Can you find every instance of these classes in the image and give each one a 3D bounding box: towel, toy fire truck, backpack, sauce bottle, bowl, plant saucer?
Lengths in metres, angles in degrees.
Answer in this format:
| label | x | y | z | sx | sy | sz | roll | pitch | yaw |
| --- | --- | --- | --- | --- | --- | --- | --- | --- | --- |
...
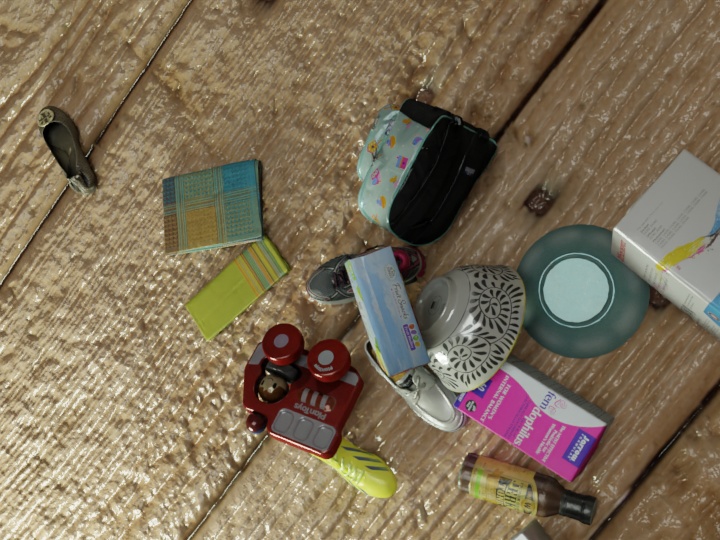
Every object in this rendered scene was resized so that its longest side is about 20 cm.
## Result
| label | x | y | z | sx | sy | sz | roll | pitch | yaw |
| --- | --- | --- | --- | --- | --- | --- | --- | --- | --- |
| towel | -0.211 | 0.029 | 1.601 | 0.200 | 0.018 | 0.086 | -41 | 68 | 16 |
| toy fire truck | -0.099 | 0.189 | 1.458 | 0.200 | 0.112 | 0.168 | 17 | 63 | 23 |
| backpack | 0.084 | -0.144 | 1.409 | 0.153 | 0.176 | 0.200 | 27 | 98 | 38 |
| sauce bottle | 0.244 | 0.323 | 1.370 | 0.200 | 0.065 | 0.065 | 11 | 91 | 23 |
| towel | -0.256 | -0.108 | 1.619 | 0.200 | 0.022 | 0.147 | -9 | 77 | 23 |
| bowl | 0.137 | 0.067 | 1.354 | 0.201 | 0.094 | 0.201 | -45 | 30 | 36 |
| plant saucer | 0.319 | 0.029 | 1.372 | 0.201 | 0.039 | 0.201 | -2 | 85 | 22 |

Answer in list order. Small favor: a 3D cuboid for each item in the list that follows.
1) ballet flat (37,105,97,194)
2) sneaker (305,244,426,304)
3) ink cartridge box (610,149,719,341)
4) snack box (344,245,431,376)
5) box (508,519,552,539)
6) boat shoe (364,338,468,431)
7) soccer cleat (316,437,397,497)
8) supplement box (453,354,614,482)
| label | x | y | z | sx | sy | sz | roll | pitch | yaw |
| --- | --- | --- | --- | --- | --- | --- | --- | --- | --- |
| ballet flat | -0.552 | -0.226 | 1.737 | 0.067 | 0.046 | 0.200 | -34 | 75 | 16 |
| sneaker | 0.000 | 0.000 | 1.485 | 0.200 | 0.075 | 0.081 | -18 | 80 | 21 |
| ink cartridge box | 0.459 | -0.030 | 1.250 | 0.200 | 0.147 | 0.146 | 42 | 90 | 18 |
| snack box | 0.034 | 0.055 | 1.328 | 0.068 | 0.200 | 0.169 | -19 | 91 | -4 |
| box | 0.219 | 0.487 | 1.346 | 0.200 | 0.106 | 0.152 | -43 | 73 | 14 |
| boat shoe | 0.081 | 0.173 | 1.442 | 0.071 | 0.070 | 0.200 | -47 | 71 | 13 |
| soccer cleat | -0.032 | 0.296 | 1.472 | 0.200 | 0.084 | 0.065 | 35 | 100 | 21 |
| supplement box | 0.252 | 0.205 | 1.355 | 0.200 | 0.103 | 0.101 | 31 | 97 | 19 |
